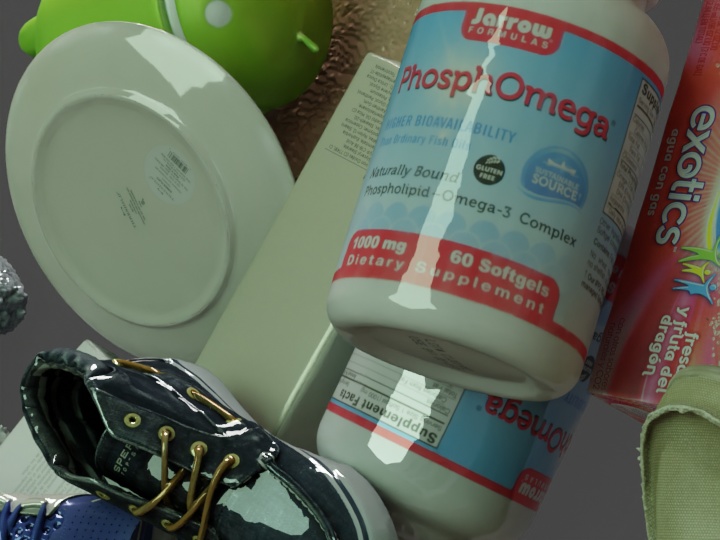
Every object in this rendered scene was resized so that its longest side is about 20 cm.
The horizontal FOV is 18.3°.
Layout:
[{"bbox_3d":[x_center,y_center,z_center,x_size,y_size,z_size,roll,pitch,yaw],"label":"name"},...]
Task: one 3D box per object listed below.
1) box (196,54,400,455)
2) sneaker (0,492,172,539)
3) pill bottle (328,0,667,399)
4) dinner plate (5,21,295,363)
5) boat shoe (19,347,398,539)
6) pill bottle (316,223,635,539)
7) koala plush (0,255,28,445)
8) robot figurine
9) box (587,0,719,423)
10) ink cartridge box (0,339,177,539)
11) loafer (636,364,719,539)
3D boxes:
[{"bbox_3d":[0.000,0.000,1.120,0.082,0.068,0.200,32,93,46],"label":"box"},{"bbox_3d":[-0.196,0.130,1.054,0.199,0.115,0.081,0,66,36],"label":"sneaker"},{"bbox_3d":[0.064,-0.056,0.928,0.109,0.109,0.200,5,73,44],"label":"pill bottle"},{"bbox_3d":[-0.117,-0.034,1.197,0.200,0.024,0.200,14,119,27],"label":"dinner plate"},{"bbox_3d":[-0.073,0.096,0.992,0.200,0.091,0.071,32,106,45],"label":"boat shoe"},{"bbox_3d":[0.047,0.056,1.031,0.109,0.109,0.200,22,86,46],"label":"pill bottle"},{"bbox_3d":[-0.277,0.089,1.283,0.177,0.184,0.200,-44,59,18],"label":"koala plush"},{"bbox_3d":[-0.100,-0.132,1.253,0.200,0.116,0.176,-15,73,36],"label":"robot figurine"},{"bbox_3d":[0.186,-0.019,0.948,0.095,0.103,0.200,8,74,43],"label":"box"},{"bbox_3d":[-0.143,0.158,1.106,0.200,0.044,0.174,-51,49,0],"label":"ink cartridge box"},{"bbox_3d":[0.145,0.136,0.864,0.076,0.068,0.200,-3,104,45],"label":"loafer"}]
